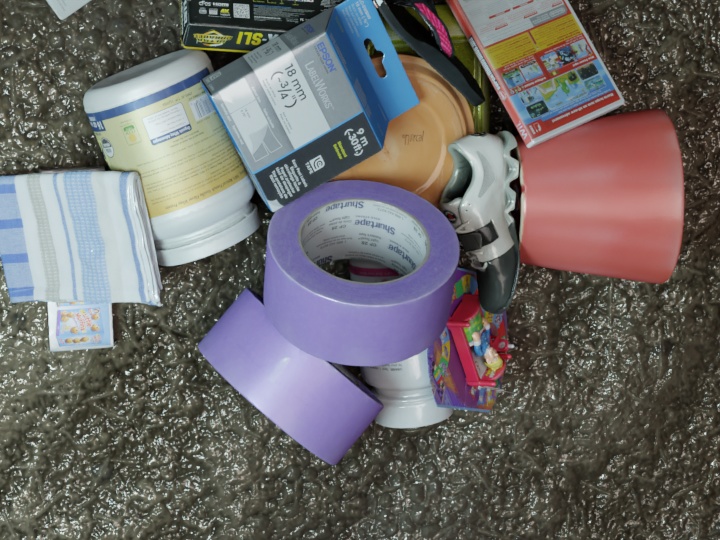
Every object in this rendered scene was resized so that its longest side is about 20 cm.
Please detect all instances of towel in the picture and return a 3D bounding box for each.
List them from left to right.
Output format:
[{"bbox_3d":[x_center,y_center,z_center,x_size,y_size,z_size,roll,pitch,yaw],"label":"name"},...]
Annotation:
[{"bbox_3d":[-0.304,-0.032,1.604,0.198,0.024,0.148,1,109,25],"label":"towel"}]

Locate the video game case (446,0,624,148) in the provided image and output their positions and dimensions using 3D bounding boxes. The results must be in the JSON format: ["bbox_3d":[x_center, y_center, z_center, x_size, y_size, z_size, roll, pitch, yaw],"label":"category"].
[{"bbox_3d":[0.194,-0.249,1.696,0.142,0.017,0.201,-25,82,-29],"label":"video game case"}]

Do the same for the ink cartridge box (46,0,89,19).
[{"bbox_3d":[-0.265,-0.368,1.564,0.199,0.067,0.116,-37,73,-5],"label":"ink cartridge box"}]

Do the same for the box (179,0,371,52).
[{"bbox_3d":[-0.092,-0.309,1.616,0.198,0.049,0.161,1,64,-15],"label":"box"}]

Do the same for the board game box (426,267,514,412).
[{"bbox_3d":[0.140,0.081,1.731,0.200,0.039,0.159,14,79,-59],"label":"board game box"}]

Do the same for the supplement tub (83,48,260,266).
[{"bbox_3d":[-0.196,-0.120,1.616,0.143,0.144,0.201,-23,105,-9],"label":"supplement tub"}]

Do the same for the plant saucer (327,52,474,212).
[{"bbox_3d":[0.036,-0.136,1.660,0.199,0.032,0.202,-6,107,-21],"label":"plant saucer"}]

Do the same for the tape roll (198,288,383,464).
[{"bbox_3d":[-0.076,0.115,1.656,0.200,0.200,0.085,41,88,-18],"label":"tape roll"}]

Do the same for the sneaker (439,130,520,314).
[{"bbox_3d":[0.124,-0.051,1.669,0.088,0.074,0.202,-5,94,-28],"label":"sneaker"}]

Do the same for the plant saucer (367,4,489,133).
[{"bbox_3d":[0.065,-0.192,1.701,0.198,0.048,0.202,-7,107,-20],"label":"plant saucer"}]

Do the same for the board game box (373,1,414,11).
[{"bbox_3d":[-0.002,-0.244,1.705,0.095,0.030,0.201,26,96,-18],"label":"board game box"}]

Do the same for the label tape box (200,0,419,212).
[{"bbox_3d":[-0.043,-0.176,1.562,0.199,0.063,0.145,-30,116,-4],"label":"label tape box"}]

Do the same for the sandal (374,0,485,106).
[{"bbox_3d":[0.078,-0.254,1.620,0.045,0.075,0.200,-37,125,20],"label":"sandal"}]

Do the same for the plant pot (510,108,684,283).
[{"bbox_3d":[0.257,-0.083,1.726,0.176,0.200,0.202,-1,101,-5],"label":"plant pot"}]

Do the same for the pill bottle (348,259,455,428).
[{"bbox_3d":[0.051,0.070,1.733,0.112,0.113,0.202,-8,102,-13],"label":"pill bottle"}]

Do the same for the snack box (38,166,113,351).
[{"bbox_3d":[-0.312,-0.013,1.670,0.071,0.024,0.202,-4,102,-15],"label":"snack box"}]

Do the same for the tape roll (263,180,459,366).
[{"bbox_3d":[0.000,0.000,1.571,0.198,0.201,0.085,-6,133,-13],"label":"tape roll"}]
